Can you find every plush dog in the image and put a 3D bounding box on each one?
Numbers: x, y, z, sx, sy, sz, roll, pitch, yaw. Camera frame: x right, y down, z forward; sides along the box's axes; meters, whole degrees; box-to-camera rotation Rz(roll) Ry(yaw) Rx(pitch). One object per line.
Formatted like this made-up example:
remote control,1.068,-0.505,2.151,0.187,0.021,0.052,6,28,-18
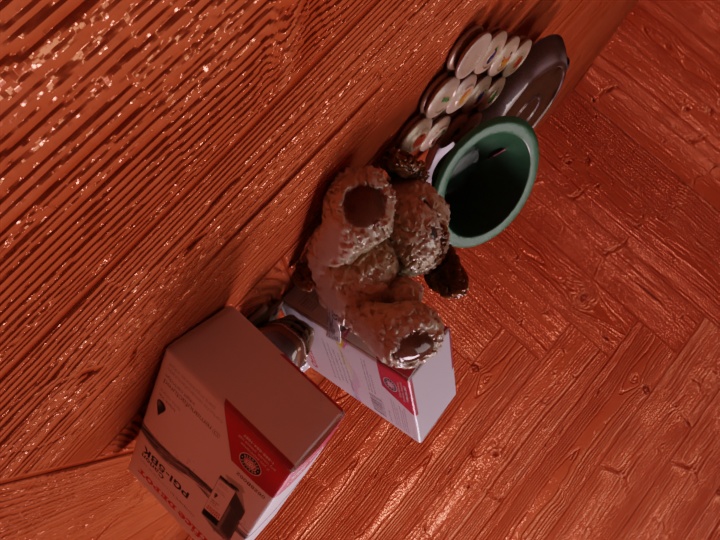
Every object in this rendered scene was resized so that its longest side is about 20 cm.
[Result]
plush dog,0.030,-0.025,0.599,0.170,0.203,0.159,-33,-160,-30

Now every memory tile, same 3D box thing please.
memory tile,0.120,-0.197,0.640,0.199,0.017,0.154,-27,156,-54

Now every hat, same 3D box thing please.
hat,0.118,-0.141,0.767,0.162,0.177,0.203,-12,130,-24

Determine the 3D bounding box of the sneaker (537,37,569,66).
sneaker,0.288,-0.308,0.940,0.118,0.074,0.200,-44,172,13

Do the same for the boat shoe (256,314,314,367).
boat shoe,-0.090,0.082,0.653,0.072,0.076,0.200,-50,-177,-20

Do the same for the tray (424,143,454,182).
tray,0.155,-0.202,0.802,0.199,0.022,0.108,-37,159,-32

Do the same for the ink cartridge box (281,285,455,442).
ink cartridge box,0.011,0.095,0.703,0.083,0.198,0.147,-45,144,-25

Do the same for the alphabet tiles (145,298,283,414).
alphabet tiles,-0.165,0.118,0.663,0.200,0.008,0.168,-45,171,-32

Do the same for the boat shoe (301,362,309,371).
boat shoe,-0.103,0.121,0.859,0.199,0.072,0.068,-42,175,14

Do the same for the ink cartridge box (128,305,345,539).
ink cartridge box,-0.123,0.160,0.529,0.083,0.146,0.202,-36,162,-51

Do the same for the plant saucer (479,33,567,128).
plant saucer,0.224,-0.230,0.805,0.199,0.032,0.201,-38,160,-17
